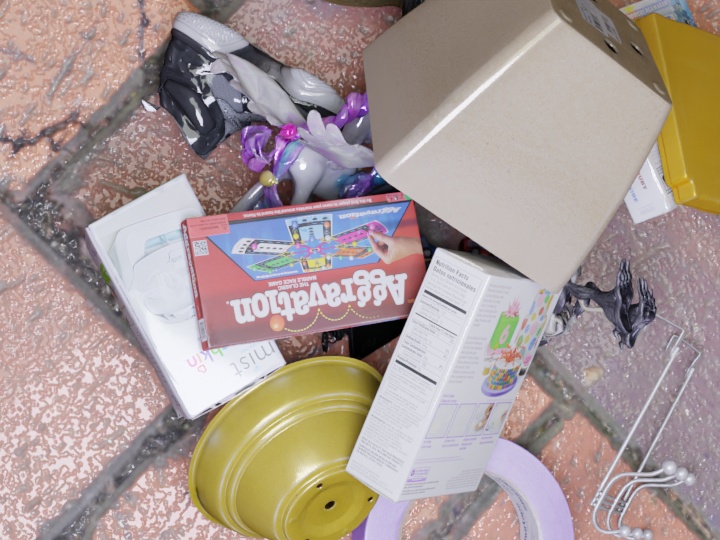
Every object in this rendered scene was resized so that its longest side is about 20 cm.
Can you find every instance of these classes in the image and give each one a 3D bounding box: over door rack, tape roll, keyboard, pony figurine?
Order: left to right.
[{"bbox_3d":[-0.047,-0.094,1.267,0.166,0.192,0.201,39,105,30],"label":"pony figurine"},{"bbox_3d":[0.000,0.000,1.303,0.104,0.201,0.040,-30,53,-23],"label":"keyboard"},{"bbox_3d":[0.094,0.250,1.355,0.198,0.066,0.203,1,87,-10],"label":"tape roll"},{"bbox_3d":[0.276,0.152,1.350,0.066,0.148,0.202,16,84,22],"label":"over door rack"}]

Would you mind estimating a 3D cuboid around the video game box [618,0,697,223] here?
[{"bbox_3d":[0.276,-0.158,1.368,0.199,0.047,0.184,-27,95,-49],"label":"video game box"}]

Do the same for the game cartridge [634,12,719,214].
[{"bbox_3d":[0.334,-0.135,1.366,0.199,0.032,0.178,8,68,-43],"label":"game cartridge"}]

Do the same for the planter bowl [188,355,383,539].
[{"bbox_3d":[-0.042,0.177,1.265,0.199,0.084,0.202,-19,134,-21],"label":"planter bowl"}]

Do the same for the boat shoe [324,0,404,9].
[{"bbox_3d":[0.045,-0.280,1.371,0.198,0.073,0.065,7,46,-24],"label":"boat shoe"}]

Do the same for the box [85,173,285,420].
[{"bbox_3d":[-0.155,0.027,1.251,0.096,0.200,0.178,-30,92,-11],"label":"box"}]

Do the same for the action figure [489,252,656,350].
[{"bbox_3d":[0.163,0.022,1.330,0.118,0.198,0.103,20,72,-53],"label":"action figure"}]

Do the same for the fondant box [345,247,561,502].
[{"bbox_3d":[0.081,0.088,1.226,0.058,0.144,0.202,29,101,30],"label":"fondant box"}]

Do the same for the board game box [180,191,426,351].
[{"bbox_3d":[-0.040,-0.002,1.180,0.198,0.019,0.104,-9,85,-25],"label":"board game box"}]

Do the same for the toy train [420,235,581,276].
[{"bbox_3d":[0.113,-0.011,1.388,0.198,0.034,0.046,-1,82,-11],"label":"toy train"}]

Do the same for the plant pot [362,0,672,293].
[{"bbox_3d":[0.137,-0.141,1.201,0.199,0.201,0.177,33,119,-25],"label":"plant pot"}]

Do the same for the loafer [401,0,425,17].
[{"bbox_3d":[0.072,-0.188,1.339,0.067,0.070,0.203,-1,111,-12],"label":"loafer"}]

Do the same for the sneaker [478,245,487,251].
[{"bbox_3d":[0.181,-0.086,1.372,0.198,0.083,0.071,-30,84,-18],"label":"sneaker"}]

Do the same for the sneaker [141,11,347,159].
[{"bbox_3d":[-0.101,-0.143,1.338,0.199,0.075,0.115,29,92,-13],"label":"sneaker"}]
